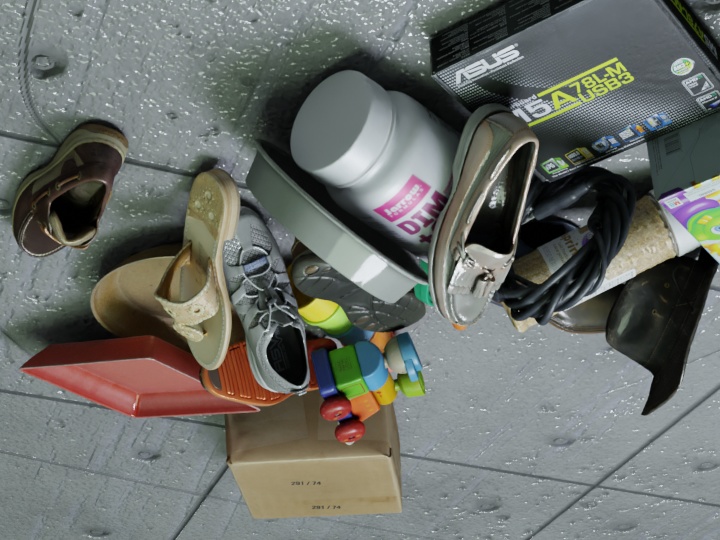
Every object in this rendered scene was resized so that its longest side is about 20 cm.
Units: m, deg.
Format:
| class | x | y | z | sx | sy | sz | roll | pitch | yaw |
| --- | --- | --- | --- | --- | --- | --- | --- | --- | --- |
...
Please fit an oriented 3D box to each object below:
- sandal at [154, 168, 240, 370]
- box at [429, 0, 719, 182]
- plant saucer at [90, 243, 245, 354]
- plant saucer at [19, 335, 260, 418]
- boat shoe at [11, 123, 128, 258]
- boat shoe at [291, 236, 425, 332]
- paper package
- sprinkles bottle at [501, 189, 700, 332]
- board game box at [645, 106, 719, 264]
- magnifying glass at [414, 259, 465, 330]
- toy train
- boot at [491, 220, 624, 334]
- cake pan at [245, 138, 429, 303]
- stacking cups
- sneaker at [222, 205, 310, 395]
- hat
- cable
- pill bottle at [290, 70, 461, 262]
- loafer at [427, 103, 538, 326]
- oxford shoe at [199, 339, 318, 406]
| class | x | y | z | sx | sy | sz | roll | pitch | yaw |
| --- | --- | --- | --- | --- | --- | --- | --- | --- | --- |
| sandal | -0.167 | 0.007 | 1.411 | 0.069 | 0.077 | 0.214 | -19 | 130 | -41 |
| box | 0.190 | -0.168 | 1.245 | 0.198 | 0.048 | 0.193 | -22 | 144 | 29 |
| plant saucer | -0.182 | 0.025 | 1.549 | 0.197 | 0.036 | 0.201 | -1 | 148 | 0 |
| plant saucer | -0.242 | 0.118 | 1.650 | 0.198 | 0.037 | 0.199 | -6 | 157 | 34 |
| boat shoe | -0.276 | -0.056 | 1.384 | 0.071 | 0.073 | 0.200 | 19 | 142 | -29 |
| boat shoe | 0.000 | 0.000 | 1.482 | 0.075 | 0.075 | 0.200 | -25 | 148 | 22 |
| paper package | -0.053 | 0.220 | 1.801 | 0.197 | 0.105 | 0.191 | -4 | 149 | 4 |
| sprinkles bottle | 0.225 | -0.012 | 1.414 | 0.198 | 0.069 | 0.068 | -26 | 145 | 1 |
| board game box | 0.349 | -0.078 | 1.337 | 0.102 | 0.106 | 0.199 | -22 | 143 | 29 |
| magnifying glass | 0.091 | 0.016 | 1.525 | 0.022 | 0.080 | 0.200 | 26 | 166 | 22 |
| toy train | 0.020 | 0.132 | 1.602 | 0.114 | 0.086 | 0.200 | -18 | 152 | 5 |
| boot | 0.215 | 0.007 | 1.497 | 0.197 | 0.076 | 0.097 | 12 | 149 | -16 |
| cake pan | -0.025 | -0.041 | 1.311 | 0.037 | 0.200 | 0.200 | -50 | 132 | 7 |
| stacking cups | -0.011 | 0.058 | 1.582 | 0.060 | 0.061 | 0.200 | -18 | 144 | 25 |
| sneaker | -0.087 | 0.030 | 1.451 | 0.074 | 0.082 | 0.202 | -28 | 112 | -20 |
| hat | 0.291 | 0.039 | 1.465 | 0.080 | 0.202 | 0.201 | 22 | 147 | 3 |
| cable | 0.180 | -0.027 | 1.332 | 0.163 | 0.200 | 0.051 | -42 | 113 | -7 |
| pill bottle | 0.038 | -0.087 | 1.304 | 0.113 | 0.115 | 0.199 | -26 | 141 | 34 |
| loafer | 0.106 | -0.038 | 1.259 | 0.071 | 0.063 | 0.203 | -7 | 119 | -32 |
| oxford shoe | -0.112 | 0.117 | 1.619 | 0.072 | 0.072 | 0.199 | -19 | 167 | 37 |
